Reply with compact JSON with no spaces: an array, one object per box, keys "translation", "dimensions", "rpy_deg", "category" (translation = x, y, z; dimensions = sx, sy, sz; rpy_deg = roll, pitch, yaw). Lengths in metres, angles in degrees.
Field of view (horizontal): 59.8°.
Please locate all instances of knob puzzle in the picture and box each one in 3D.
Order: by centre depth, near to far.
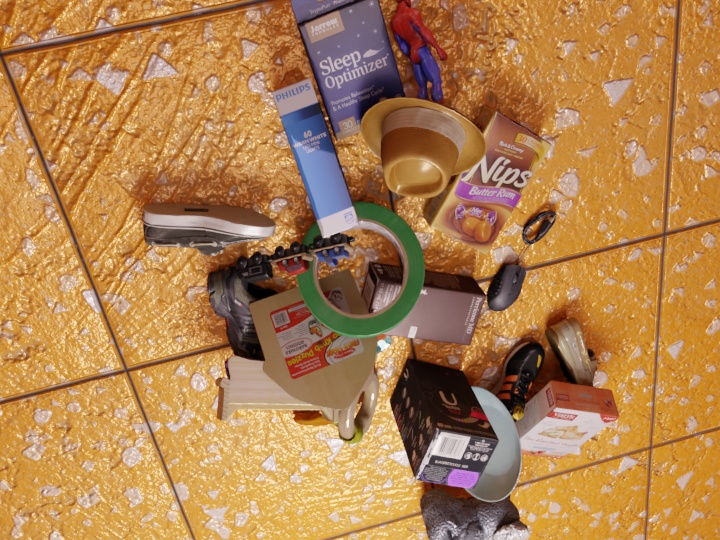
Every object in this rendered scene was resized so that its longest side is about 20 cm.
[{"translation":[-0.061,0.121,0.982],"dimensions":[0.214,0.030,0.226],"rpy_deg":[3,75,-11],"category":"knob puzzle"}]

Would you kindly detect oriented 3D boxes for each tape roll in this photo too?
[{"translation":[0.000,0.000,0.964],"dimensions":[0.195,0.048,0.206],"rpy_deg":[0,81,0],"category":"tape roll"}]

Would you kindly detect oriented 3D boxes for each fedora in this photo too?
[{"translation":[0.081,-0.159,0.885],"dimensions":[0.197,0.200,0.084],"rpy_deg":[24,71,-20],"category":"fedora"}]

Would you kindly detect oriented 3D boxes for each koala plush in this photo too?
[{"translation":[0.228,0.505,1.242],"dimensions":[0.195,0.178,0.188],"rpy_deg":[-16,107,1],"category":"koala plush"}]

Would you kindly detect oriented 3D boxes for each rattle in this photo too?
[{"translation":[-0.030,0.190,1.112],"dimensions":[0.129,0.141,0.205],"rpy_deg":[-10,111,-46],"category":"rattle"}]

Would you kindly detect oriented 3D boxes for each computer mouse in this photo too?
[{"translation":[0.281,-0.012,1.084],"dimensions":[0.057,0.034,0.203],"rpy_deg":[20,109,-18],"category":"computer mouse"}]

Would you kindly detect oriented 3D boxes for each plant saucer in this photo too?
[{"translation":[0.229,0.313,1.146],"dimensions":[0.038,0.201,0.205],"rpy_deg":[-1,117,-35],"category":"plant saucer"}]

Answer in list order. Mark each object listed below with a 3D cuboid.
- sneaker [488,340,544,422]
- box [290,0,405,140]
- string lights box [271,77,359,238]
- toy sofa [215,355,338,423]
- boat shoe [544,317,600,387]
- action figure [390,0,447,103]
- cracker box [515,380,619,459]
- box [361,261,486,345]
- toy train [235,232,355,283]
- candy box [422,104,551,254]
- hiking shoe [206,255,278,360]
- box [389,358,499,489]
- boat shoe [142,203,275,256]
[{"translation":[0.291,0.231,1.166],"dimensions":[0.069,0.090,0.203],"rpy_deg":[22,111,-21],"category":"sneaker"},{"translation":[-0.013,-0.302,0.891],"dimensions":[0.119,0.033,0.203],"rpy_deg":[-21,116,-1],"category":"box"},{"translation":[-0.062,-0.158,0.881],"dimensions":[0.058,0.103,0.204],"rpy_deg":[-20,102,-1],"category":"string lights box"},{"translation":[-0.131,0.191,1.006],"dimensions":[0.195,0.083,0.100],"rpy_deg":[5,80,-18],"category":"toy sofa"},{"translation":[0.412,0.172,1.174],"dimensions":[0.066,0.074,0.202],"rpy_deg":[-32,121,2],"category":"boat shoe"},{"translation":[0.089,-0.298,0.889],"dimensions":[0.051,0.065,0.204],"rpy_deg":[-29,104,-27],"category":"action figure"},{"translation":[0.370,0.286,1.180],"dimensions":[0.131,0.059,0.202],"rpy_deg":[10,139,-13],"category":"cracker box"},{"translation":[0.102,0.058,1.059],"dimensions":[0.195,0.075,0.102],"rpy_deg":[7,113,-16],"category":"box"},{"translation":[-0.097,-0.016,0.926],"dimensions":[0.196,0.034,0.047],"rpy_deg":[-14,77,20],"category":"toy train"},{"translation":[0.198,-0.141,0.995],"dimensions":[0.115,0.057,0.203],"rpy_deg":[22,107,-19],"category":"candy box"},{"translation":[-0.169,0.080,1.011],"dimensions":[0.099,0.076,0.203],"rpy_deg":[-21,116,3],"category":"hiking shoe"},{"translation":[0.139,0.260,1.087],"dimensions":[0.120,0.201,0.108],"rpy_deg":[14,112,-17],"category":"box"},{"translation":[-0.226,-0.059,0.943],"dimensions":[0.195,0.071,0.065],"rpy_deg":[5,114,-5],"category":"boat shoe"}]
